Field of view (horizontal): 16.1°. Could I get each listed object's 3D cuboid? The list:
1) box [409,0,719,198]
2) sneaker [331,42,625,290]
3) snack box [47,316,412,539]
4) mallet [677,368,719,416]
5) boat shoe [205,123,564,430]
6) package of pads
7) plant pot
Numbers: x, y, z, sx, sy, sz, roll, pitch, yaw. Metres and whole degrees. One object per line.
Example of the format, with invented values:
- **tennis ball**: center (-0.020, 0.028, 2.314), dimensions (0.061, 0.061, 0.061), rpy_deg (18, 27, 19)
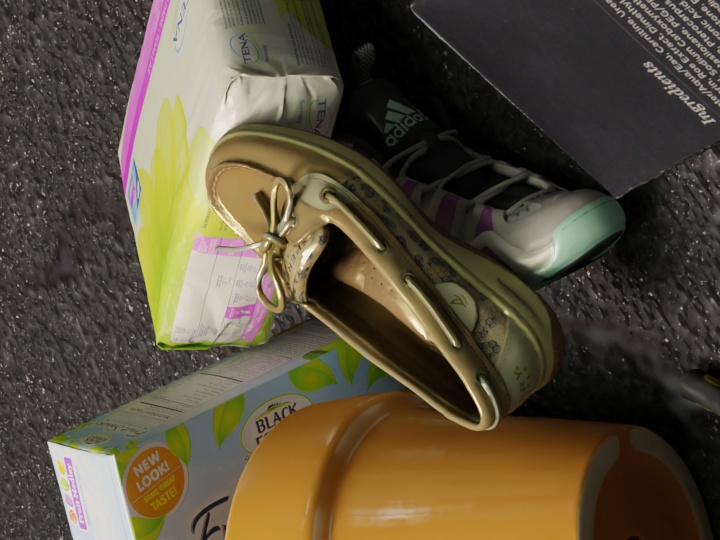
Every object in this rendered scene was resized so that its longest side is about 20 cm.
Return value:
- **box**: center (0.147, -0.160, 0.924), dimensions (0.117, 0.197, 0.200), rpy_deg (39, 145, -15)
- **sneaker**: center (0.036, -0.049, 1.237), dimensions (0.199, 0.077, 0.141), rpy_deg (-19, 95, 52)
- **snack box**: center (-0.051, 0.133, 1.340), dimensions (0.067, 0.199, 0.170), rpy_deg (5, 112, 48)
- **mallet**: center (0.221, 0.091, 1.129), dimensions (0.200, 0.065, 0.041), rpy_deg (38, 115, 53)
- **boat shoe**: center (0.000, 0.000, 1.177), dimensions (0.199, 0.063, 0.074), rpy_deg (31, 138, 21)
- **package of pads**: center (-0.072, -0.073, 1.316), dimensions (0.201, 0.068, 0.155), rpy_deg (108, 155, -42)
- **plant pot**: center (0.065, 0.150, 1.235), dimensions (0.182, 0.200, 0.202), rpy_deg (-14, 99, 37)
